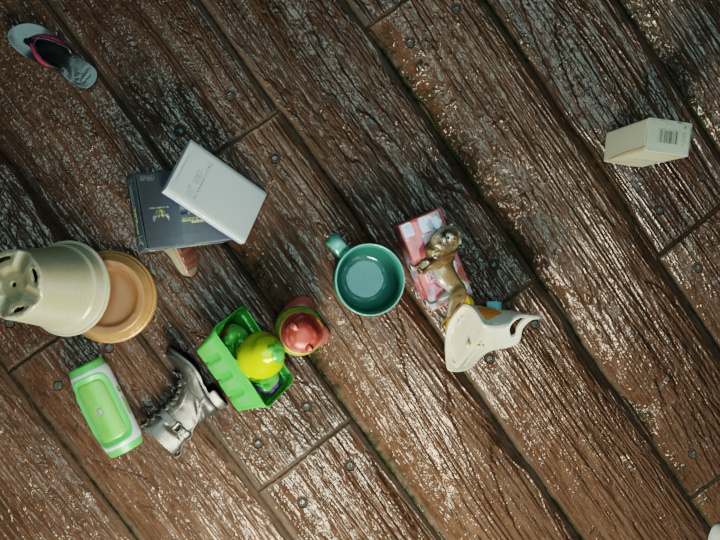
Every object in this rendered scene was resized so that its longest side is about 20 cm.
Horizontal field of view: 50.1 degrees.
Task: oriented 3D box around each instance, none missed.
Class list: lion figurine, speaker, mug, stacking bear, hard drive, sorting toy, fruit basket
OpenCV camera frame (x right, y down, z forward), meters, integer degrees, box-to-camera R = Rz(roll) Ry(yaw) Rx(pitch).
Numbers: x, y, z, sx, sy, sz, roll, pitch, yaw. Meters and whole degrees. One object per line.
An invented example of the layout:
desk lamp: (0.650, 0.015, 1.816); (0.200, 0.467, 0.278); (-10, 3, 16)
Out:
lion figurine: (0.180, 0.011, 1.623); (0.122, 0.072, 0.201); (-27, 109, -19)
speaker: (-0.536, 0.288, 1.622); (0.088, 0.088, 0.201); (-25, 94, -6)
mug: (0.011, 0.003, 1.668); (0.151, 0.114, 0.186); (-10, 92, -6)
stacking bear: (-0.123, 0.126, 1.609); (0.113, 0.200, 0.122); (-29, 94, -7)
hard drive: (-0.303, -0.163, 1.613); (0.200, 0.025, 0.133); (35, 61, -28)
sorting toy: (0.296, 0.130, 1.694); (0.179, 0.200, 0.107); (1, 56, -20)
fruit basket: (-0.216, 0.176, 1.600); (0.214, 0.155, 0.217); (7, 111, 19)

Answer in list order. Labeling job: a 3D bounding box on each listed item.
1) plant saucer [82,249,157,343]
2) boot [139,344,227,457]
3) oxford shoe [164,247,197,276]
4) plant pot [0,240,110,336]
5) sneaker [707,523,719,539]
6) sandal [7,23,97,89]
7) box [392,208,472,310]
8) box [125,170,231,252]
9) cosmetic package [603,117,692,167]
plant saucer: (-0.537, 0.056, 1.642); (0.199, 0.037, 0.202); (0, 90, -7)
boot: (-0.401, 0.280, 1.646); (0.174, 0.069, 0.200); (-39, 97, -5)
oxford shoe: (-0.415, -0.075, 1.650); (0.073, 0.071, 0.201); (-21, 98, 23)
plant pot: (-0.634, 0.033, 1.528); (0.199, 0.183, 0.202); (-1, 87, 13)
sneaker: (0.847, 0.704, 1.780); (0.073, 0.116, 0.201); (8, 91, -9)
sandal: (-0.645, -0.456, 1.615); (0.199, 0.045, 0.075); (32, 87, -6)
box: (0.157, -0.025, 1.694); (0.102, 0.095, 0.201); (-23, 94, -6)
box: (-0.374, -0.127, 1.600); (0.199, 0.051, 0.159); (-8, 89, -39)
cosmetic package: (0.627, -0.279, 1.694); (0.103, 0.200, 0.074); (7, 90, -6)
